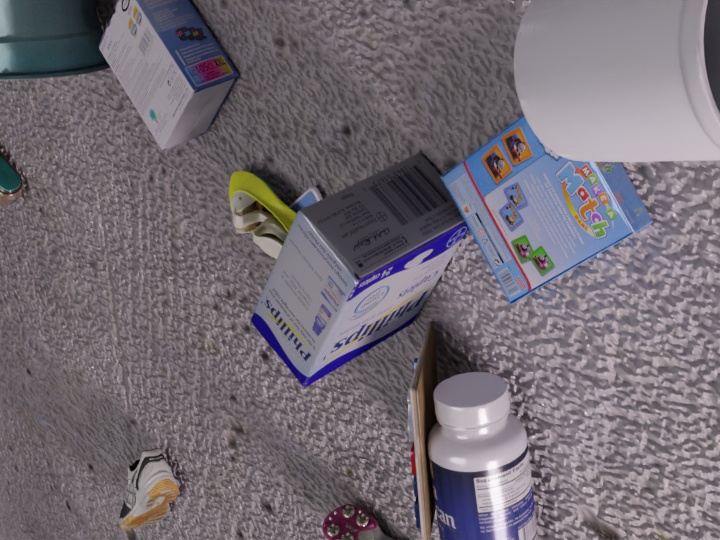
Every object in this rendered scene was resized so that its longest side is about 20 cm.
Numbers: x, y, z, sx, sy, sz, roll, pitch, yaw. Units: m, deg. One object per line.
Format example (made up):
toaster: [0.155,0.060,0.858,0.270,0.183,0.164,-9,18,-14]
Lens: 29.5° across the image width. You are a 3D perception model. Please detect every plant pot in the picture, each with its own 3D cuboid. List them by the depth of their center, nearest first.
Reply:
plant pot: [-0.439,-0.367,1.827,0.199,0.199,0.199,15,114,46]

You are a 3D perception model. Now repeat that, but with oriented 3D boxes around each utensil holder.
utensil holder: [0.245,-0.168,1.087,0.199,0.169,0.172,2,112,54]

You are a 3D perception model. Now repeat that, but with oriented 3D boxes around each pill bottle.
pill bottle: [0.131,0.220,1.499,0.110,0.110,0.203,15,121,47]

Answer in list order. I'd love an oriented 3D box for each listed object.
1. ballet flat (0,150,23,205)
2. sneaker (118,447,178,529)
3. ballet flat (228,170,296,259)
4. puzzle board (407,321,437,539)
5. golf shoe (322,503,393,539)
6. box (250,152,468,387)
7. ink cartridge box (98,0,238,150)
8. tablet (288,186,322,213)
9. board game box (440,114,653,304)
ballet flat: [-0.627,-0.189,2.264,0.201,0.068,0.067,57,151,14]
sneaker: [-0.350,0.356,2.237,0.200,0.075,0.089,-50,55,48]
ballet flat: [-0.115,-0.059,1.665,0.199,0.067,0.068,38,138,33]
puzzle board: [0.072,0.181,1.536,0.017,0.151,0.203,0,116,10]
golf shoe: [0.033,0.387,1.768,0.199,0.075,0.092,39,152,35]
box: [0.000,0.000,1.477,0.105,0.183,0.201,49,142,17]
ink cartridge box: [-0.253,-0.277,1.727,0.201,0.076,0.137,55,142,11]
tablet: [-0.038,0.008,1.674,0.130,0.014,0.202,-34,81,54]
board game box: [0.176,-0.071,1.336,0.200,0.036,0.153,-35,82,54]
